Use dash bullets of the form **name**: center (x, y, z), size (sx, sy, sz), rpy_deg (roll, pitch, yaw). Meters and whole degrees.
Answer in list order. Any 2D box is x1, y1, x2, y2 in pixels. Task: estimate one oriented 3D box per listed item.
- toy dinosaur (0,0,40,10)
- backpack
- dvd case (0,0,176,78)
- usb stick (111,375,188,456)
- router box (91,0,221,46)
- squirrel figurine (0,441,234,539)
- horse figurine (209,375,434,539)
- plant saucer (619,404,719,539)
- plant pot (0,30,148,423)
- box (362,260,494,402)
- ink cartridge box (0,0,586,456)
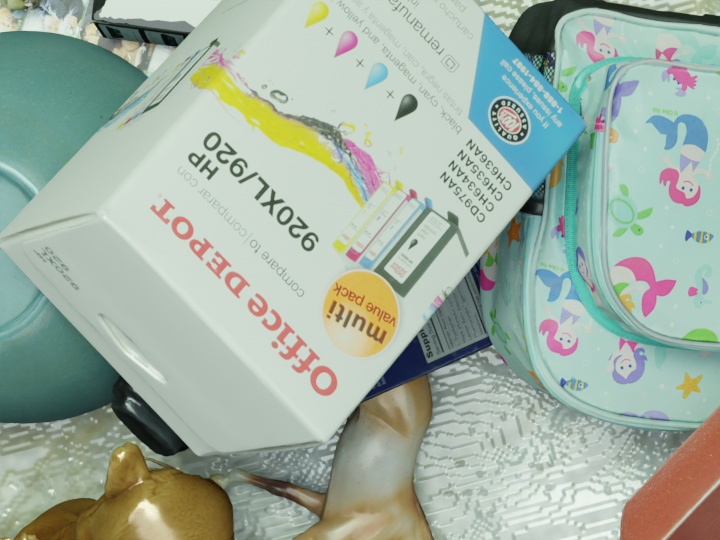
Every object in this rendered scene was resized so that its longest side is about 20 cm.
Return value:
- **toy dinosaur**: center (-0.238, -0.202, 1.355), size (0.088, 0.047, 0.201), rpy_deg (-39, 110, -28)
- **backpack**: center (0.151, -0.022, 1.327), size (0.176, 0.151, 0.201), rpy_deg (7, 100, -18)
- **dvd case**: center (-0.135, -0.099, 1.411), size (0.145, 0.022, 0.201), rpy_deg (18, 94, 3)
- **usb stick**: center (-0.055, 0.001, 1.360), size (0.055, 0.033, 0.201), rpy_deg (49, 64, -34)
- **router box**: center (-0.043, -0.208, 1.365), size (0.156, 0.052, 0.201), rpy_deg (8, 86, 2)
- **squirrel figurine**: center (-0.150, 0.169, 1.328), size (0.186, 0.200, 0.142), rpy_deg (-33, 84, 30)
- **horse figurine**: center (-0.010, 0.087, 1.399), size (0.132, 0.050, 0.201), rpy_deg (8, 95, 5)
- **plant saucer**: center (0.213, 0.084, 1.322), size (0.200, 0.199, 0.037), rpy_deg (-48, 63, 6)
- **plant pot**: center (-0.177, -0.016, 1.343), size (0.199, 0.135, 0.202), rpy_deg (0, 95, 5)
- **box**: center (0.000, 0.000, 1.349), size (0.199, 0.032, 0.122), rpy_deg (-22, 91, -30)
- **ink cartridge box**: center (-0.033, -0.036, 1.235), size (0.147, 0.144, 0.200), rpy_deg (46, 68, -14)
